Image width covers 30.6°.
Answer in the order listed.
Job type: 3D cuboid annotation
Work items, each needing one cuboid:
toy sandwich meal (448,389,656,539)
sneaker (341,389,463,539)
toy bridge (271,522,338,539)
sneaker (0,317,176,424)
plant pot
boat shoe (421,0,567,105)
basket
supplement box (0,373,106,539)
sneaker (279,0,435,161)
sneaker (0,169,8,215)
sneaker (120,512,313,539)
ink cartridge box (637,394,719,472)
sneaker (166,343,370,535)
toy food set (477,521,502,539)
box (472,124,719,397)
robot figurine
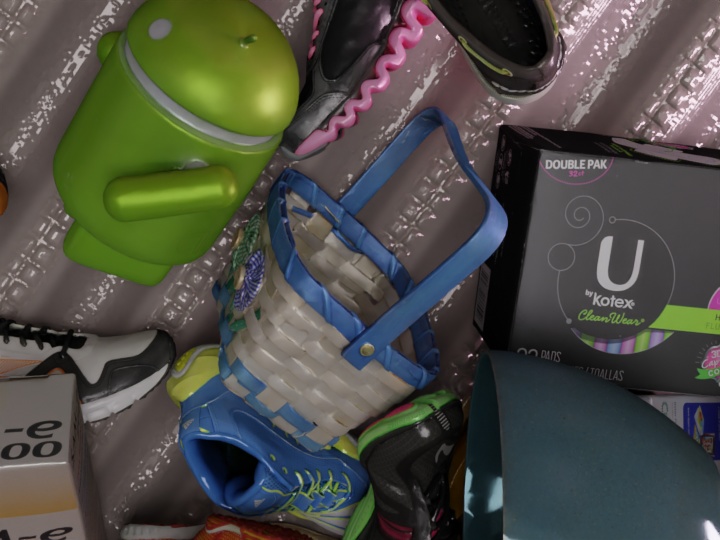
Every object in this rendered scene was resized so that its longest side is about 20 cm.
[{"bbox_3d":[0.139,0.158,0.931,0.202,0.070,0.208,-2,103,-6],"label":"toy sandwich meal"},{"bbox_3d":[0.039,0.151,0.836,0.076,0.084,0.201,-23,142,-26],"label":"sneaker"},{"bbox_3d":[-0.076,0.218,0.942,0.197,0.027,0.068,-7,102,-5],"label":"toy bridge"},{"bbox_3d":[-0.221,0.065,0.866,0.197,0.074,0.081,-14,102,-4],"label":"sneaker"},{"bbox_3d":[0.134,0.150,0.762,0.133,0.200,0.203,3,103,-1],"label":"plant pot"},{"bbox_3d":[0.054,-0.192,0.778,0.071,0.061,0.202,-36,85,-1],"label":"boat shoe"},{"bbox_3d":[0.000,0.000,0.825,0.200,0.177,0.139,-42,115,12],"label":"basket"},{"bbox_3d":[-0.233,0.161,0.840,0.124,0.074,0.202,-4,134,-5],"label":"supplement box"},{"bbox_3d":[-0.005,-0.165,0.839,0.095,0.079,0.201,35,86,-7],"label":"sneaker"},{"bbox_3d":[-0.323,-0.050,0.834,0.197,0.076,0.093,14,109,-2],"label":"sneaker"},{"bbox_3d":[-0.095,0.199,0.849,0.072,0.199,0.078,18,65,-33],"label":"sneaker"},{"bbox_3d":[0.237,0.136,0.908,0.199,0.039,0.101,7,80,-46],"label":"ink cartridge box"},{"bbox_3d":[-0.054,0.141,0.874,0.199,0.106,0.076,39,116,-22],"label":"sneaker"},{"bbox_3d":[0.141,0.252,0.889,0.198,0.049,0.200,-44,108,-5],"label":"toy food set"},{"bbox_3d":[0.189,-0.007,0.872,0.197,0.124,0.151,5,103,-7],"label":"box"},{"bbox_3d":[-0.112,-0.086,0.804,0.115,0.177,0.201,21,124,-26],"label":"robot figurine"}]
